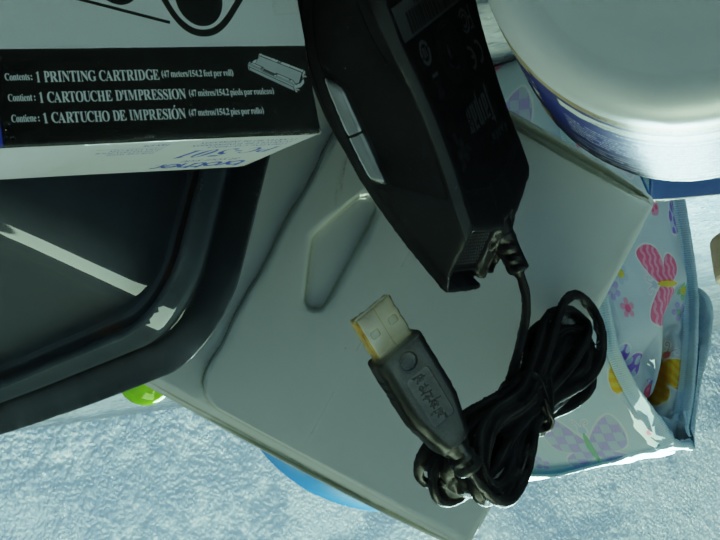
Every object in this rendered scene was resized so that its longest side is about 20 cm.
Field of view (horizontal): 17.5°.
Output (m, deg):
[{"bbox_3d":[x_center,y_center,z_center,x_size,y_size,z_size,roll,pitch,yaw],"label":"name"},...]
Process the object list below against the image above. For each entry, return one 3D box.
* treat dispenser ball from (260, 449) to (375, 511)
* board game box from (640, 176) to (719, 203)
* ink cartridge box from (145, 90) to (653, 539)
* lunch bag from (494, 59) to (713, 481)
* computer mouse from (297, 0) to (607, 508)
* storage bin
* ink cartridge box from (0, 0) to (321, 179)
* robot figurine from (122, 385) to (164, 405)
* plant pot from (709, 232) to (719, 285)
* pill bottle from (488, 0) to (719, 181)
[{"bbox_3d":[0.017,0.044,1.404,0.200,0.202,0.201,-10,174,-1],"label":"treat dispenser ball"},{"bbox_3d":[0.206,-0.081,0.982,0.199,0.035,0.136,-5,-152,-3],"label":"board game box"},{"bbox_3d":[0.000,0.000,0.890,0.144,0.146,0.200,28,180,-5],"label":"ink cartridge box"},{"bbox_3d":[0.077,0.006,1.172,0.169,0.201,0.127,-16,171,36],"label":"lunch bag"},{"bbox_3d":[0.011,-0.023,0.723,0.046,0.201,0.141,-13,-159,28],"label":"computer mouse"},{"bbox_3d":[-0.134,-0.043,0.791,0.134,0.146,0.200,25,157,-27],"label":"storage bin"},{"bbox_3d":[-0.107,-0.074,0.647,0.199,0.095,0.044,-5,172,-39],"label":"ink cartridge box"},{"bbox_3d":[-0.087,-0.011,1.125,0.199,0.116,0.176,-14,-164,16],"label":"robot figurine"},{"bbox_3d":[0.288,-0.055,1.305,0.200,0.093,0.201,-11,174,-1],"label":"plant pot"},{"bbox_3d":[0.103,-0.090,0.751,0.115,0.116,0.200,-11,173,8],"label":"pill bottle"}]
